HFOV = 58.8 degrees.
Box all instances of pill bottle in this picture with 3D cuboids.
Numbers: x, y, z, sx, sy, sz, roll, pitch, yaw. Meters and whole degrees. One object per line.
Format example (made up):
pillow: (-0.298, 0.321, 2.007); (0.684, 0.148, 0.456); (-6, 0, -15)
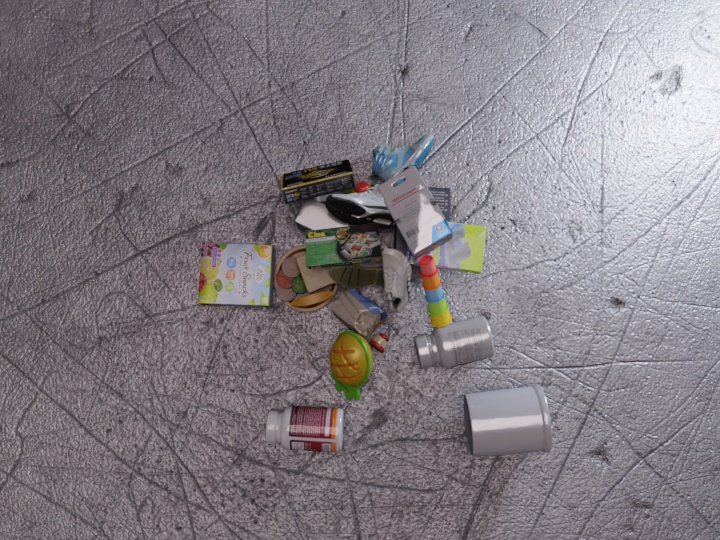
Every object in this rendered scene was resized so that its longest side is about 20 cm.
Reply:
pill bottle: (-0.145, 0.417, 1.686); (0.197, 0.113, 0.115); (3, 83, 1)
pill bottle: (0.247, 0.198, 1.705); (0.197, 0.114, 0.116); (-13, 83, -1)

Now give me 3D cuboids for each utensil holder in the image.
utensil holder: (0.376, 0.392, 1.656); (0.197, 0.170, 0.173); (-7, 83, 3)

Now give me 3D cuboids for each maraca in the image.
maraca: (-0.028, 0.252, 1.688); (0.137, 0.106, 0.202); (37, 127, 37)

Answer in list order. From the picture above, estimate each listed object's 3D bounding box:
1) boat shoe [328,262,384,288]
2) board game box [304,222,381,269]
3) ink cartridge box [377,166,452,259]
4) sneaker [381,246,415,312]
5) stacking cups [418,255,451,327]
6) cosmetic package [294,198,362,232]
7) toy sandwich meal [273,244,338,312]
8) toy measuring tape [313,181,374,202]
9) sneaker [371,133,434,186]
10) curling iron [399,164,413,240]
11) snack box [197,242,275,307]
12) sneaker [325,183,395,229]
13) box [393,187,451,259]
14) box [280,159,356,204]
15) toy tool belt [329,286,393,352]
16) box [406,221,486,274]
boat shoe: (0.000, 0.000, 1.730); (0.197, 0.069, 0.076); (5, 121, -26)
board game box: (-0.046, -0.064, 1.668); (0.197, 0.024, 0.106); (-6, 69, 4)
ink cartridge box: (0.139, -0.147, 1.622); (0.115, 0.067, 0.202); (-28, 77, 5)
sneaker: (0.092, 0.026, 1.680); (0.074, 0.202, 0.081); (15, 49, 35)
stacking cups: (0.187, 0.055, 1.651); (0.060, 0.061, 0.202); (-22, 124, -2)
cosmetic package: (-0.075, -0.118, 1.755); (0.198, 0.107, 0.091); (29, 84, 2)
toy sandwich meal: (-0.143, 0.017, 1.756); (0.202, 0.070, 0.209); (0, 83, 1)
toy measuring tape: (-0.030, -0.202, 1.776); (0.197, 0.074, 0.075); (-11, 83, -6)
sneaker: (0.109, -0.333, 1.794); (0.130, 0.080, 0.200); (37, 74, 14)
curling iron: (0.120, -0.180, 1.689); (0.049, 0.025, 0.203); (7, 86, -35)
snack box: (-0.340, 0.013, 1.762); (0.197, 0.068, 0.171); (1, 82, 0)
sneaker: (0.001, -0.184, 1.705); (0.198, 0.076, 0.116); (14, 47, -15)
box: (0.168, -0.120, 1.750); (0.146, 0.107, 0.203); (4, 82, 1)
box: (-0.116, -0.245, 1.744); (0.197, 0.160, 0.050); (-13, 111, 0)
toy tool belt: (0.022, 0.114, 1.712); (0.199, 0.125, 0.123); (37, 78, 24)
box: (0.222, -0.065, 1.665); (0.197, 0.048, 0.124); (8, 83, 1)
